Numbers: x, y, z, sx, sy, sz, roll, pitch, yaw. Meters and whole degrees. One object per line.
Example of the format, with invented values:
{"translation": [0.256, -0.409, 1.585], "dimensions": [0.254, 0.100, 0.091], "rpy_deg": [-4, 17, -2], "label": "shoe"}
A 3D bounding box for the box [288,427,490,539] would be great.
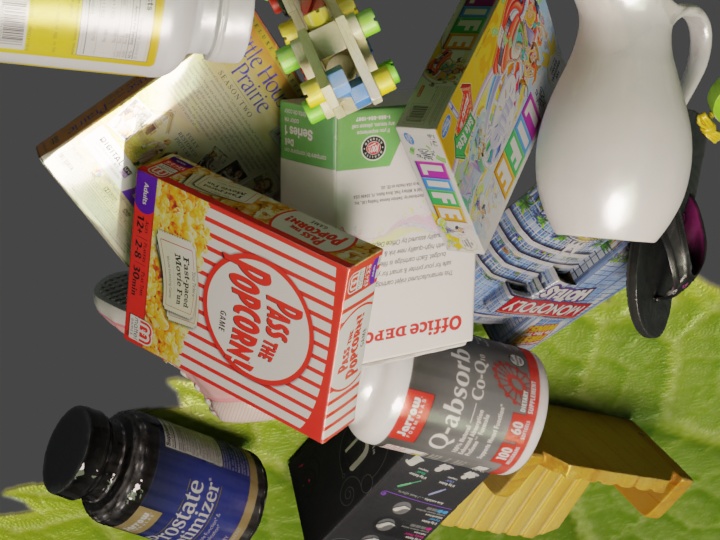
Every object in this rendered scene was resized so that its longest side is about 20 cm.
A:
{"translation": [0.030, 0.191, 1.423], "dimensions": [0.106, 0.123, 0.200], "rpy_deg": [20, 124, -31], "label": "box"}

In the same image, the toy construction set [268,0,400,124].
{"translation": [-0.030, -0.193, 1.018], "dimensions": [0.091, 0.202, 0.131], "rpy_deg": [-11, 167, 7], "label": "toy construction set"}

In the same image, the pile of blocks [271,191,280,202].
{"translation": [-0.081, -0.057, 1.214], "dimensions": [0.198, 0.083, 0.062], "rpy_deg": [-2, 179, -2], "label": "pile of blocks"}

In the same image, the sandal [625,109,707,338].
{"translation": [0.271, -0.041, 1.236], "dimensions": [0.075, 0.048, 0.202], "rpy_deg": [16, 85, -49], "label": "sandal"}

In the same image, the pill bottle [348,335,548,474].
{"translation": [0.055, 0.105, 1.264], "dimensions": [0.199, 0.116, 0.116], "rpy_deg": [15, 128, -18], "label": "pill bottle"}

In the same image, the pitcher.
{"translation": [0.220, -0.124, 1.142], "dimensions": [0.171, 0.121, 0.202], "rpy_deg": [4, 92, -41], "label": "pitcher"}

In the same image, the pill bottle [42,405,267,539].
{"translation": [-0.197, 0.200, 1.378], "dimensions": [0.199, 0.112, 0.112], "rpy_deg": [25, 122, -33], "label": "pill bottle"}

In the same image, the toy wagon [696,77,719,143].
{"translation": [0.369, -0.184, 1.219], "dimensions": [0.199, 0.040, 0.155], "rpy_deg": [-34, 132, 18], "label": "toy wagon"}

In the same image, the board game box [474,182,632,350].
{"translation": [0.158, 0.009, 1.293], "dimensions": [0.199, 0.062, 0.200], "rpy_deg": [3, 142, -50], "label": "board game box"}

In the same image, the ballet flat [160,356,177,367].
{"translation": [-0.089, 0.060, 1.309], "dimensions": [0.198, 0.064, 0.076], "rpy_deg": [-16, 136, 0], "label": "ballet flat"}

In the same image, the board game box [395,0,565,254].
{"translation": [0.097, -0.133, 1.094], "dimensions": [0.034, 0.201, 0.135], "rpy_deg": [7, 144, 29], "label": "board game box"}

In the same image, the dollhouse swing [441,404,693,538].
{"translation": [0.194, 0.239, 1.493], "dimensions": [0.199, 0.182, 0.177], "rpy_deg": [13, 108, -26], "label": "dollhouse swing"}

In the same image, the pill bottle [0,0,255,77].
{"translation": [-0.179, -0.195, 1.007], "dimensions": [0.198, 0.112, 0.113], "rpy_deg": [3, 132, -18], "label": "pill bottle"}

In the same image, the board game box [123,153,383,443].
{"translation": [-0.086, 0.019, 1.083], "dimensions": [0.046, 0.199, 0.153], "rpy_deg": [-30, 137, -50], "label": "board game box"}

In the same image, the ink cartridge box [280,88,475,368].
{"translation": [0.015, -0.036, 1.138], "dimensions": [0.144, 0.084, 0.202], "rpy_deg": [-9, 107, -36], "label": "ink cartridge box"}

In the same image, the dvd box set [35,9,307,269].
{"translation": [-0.131, -0.098, 1.127], "dimensions": [0.199, 0.029, 0.147], "rpy_deg": [-36, 126, 1], "label": "dvd box set"}

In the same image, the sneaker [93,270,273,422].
{"translation": [-0.142, 0.073, 1.245], "dimensions": [0.199, 0.075, 0.105], "rpy_deg": [16, 123, 13], "label": "sneaker"}
